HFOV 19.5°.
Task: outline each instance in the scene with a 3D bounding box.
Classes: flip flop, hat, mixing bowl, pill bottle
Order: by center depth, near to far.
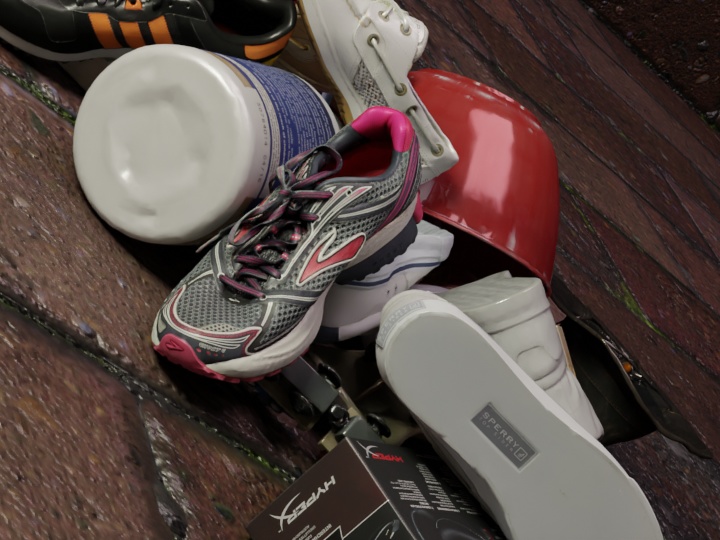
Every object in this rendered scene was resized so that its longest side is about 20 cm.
[{"bbox_3d":[-0.076,-0.068,1.227,0.111,0.111,0.200,51,16,13],"label":"pill bottle"},{"bbox_3d":[0.028,0.069,1.266,0.081,0.058,0.200,55,22,24],"label":"flip flop"},{"bbox_3d":[0.060,-0.070,1.442,0.200,0.109,0.200,23,-8,3],"label":"mixing bowl"},{"bbox_3d":[0.174,0.092,1.585,0.201,0.081,0.201,48,7,-8],"label":"hat"}]

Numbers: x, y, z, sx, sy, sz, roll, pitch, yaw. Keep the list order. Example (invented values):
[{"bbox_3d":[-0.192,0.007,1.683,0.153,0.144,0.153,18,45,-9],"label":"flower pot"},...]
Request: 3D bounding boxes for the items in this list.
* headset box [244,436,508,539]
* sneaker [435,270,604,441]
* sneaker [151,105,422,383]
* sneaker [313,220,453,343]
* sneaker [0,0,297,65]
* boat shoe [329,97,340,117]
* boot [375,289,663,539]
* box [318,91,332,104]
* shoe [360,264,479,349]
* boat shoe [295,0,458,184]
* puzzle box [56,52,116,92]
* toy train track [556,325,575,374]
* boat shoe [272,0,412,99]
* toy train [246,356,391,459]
[{"bbox_3d":[0.053,0.186,1.022,0.200,0.075,0.149,54,16,24],"label":"headset box"},{"bbox_3d":[0.080,0.064,1.200,0.200,0.074,0.116,-154,-139,-83],"label":"sneaker"},{"bbox_3d":[-0.040,-0.017,1.116,0.081,0.075,0.200,27,50,22],"label":"sneaker"},{"bbox_3d":[0.000,0.000,1.271,0.073,0.071,0.200,26,14,16],"label":"sneaker"},{"bbox_3d":[-0.131,-0.164,1.251,0.200,0.090,0.070,15,57,-33],"label":"sneaker"},{"bbox_3d":[-0.034,-0.150,1.625,0.200,0.068,0.072,51,15,11],"label":"boat shoe"},{"bbox_3d":[0.082,0.088,1.070,0.200,0.074,0.096,52,5,-8],"label":"boot"},{"bbox_3d":[-0.092,-0.199,1.514,0.200,0.038,0.137,40,52,-28],"label":"box"},{"bbox_3d":[0.050,0.037,1.411,0.200,0.072,0.091,18,15,-48],"label":"shoe"},{"bbox_3d":[0.007,-0.139,1.281,0.071,0.069,0.200,-105,172,-57],"label":"boat shoe"},{"bbox_3d":[-0.207,-0.190,1.331,0.200,0.025,0.133,46,15,-7],"label":"puzzle box"},{"bbox_3d":[0.146,0.137,1.396,0.115,0.032,0.200,16,58,-76],"label":"toy train track"},{"bbox_3d":[-0.038,-0.173,1.332,0.200,0.074,0.069,30,-19,-28],"label":"boat shoe"},{"bbox_3d":[0.002,0.102,1.149,0.200,0.034,0.046,46,-27,-10],"label":"toy train"}]
